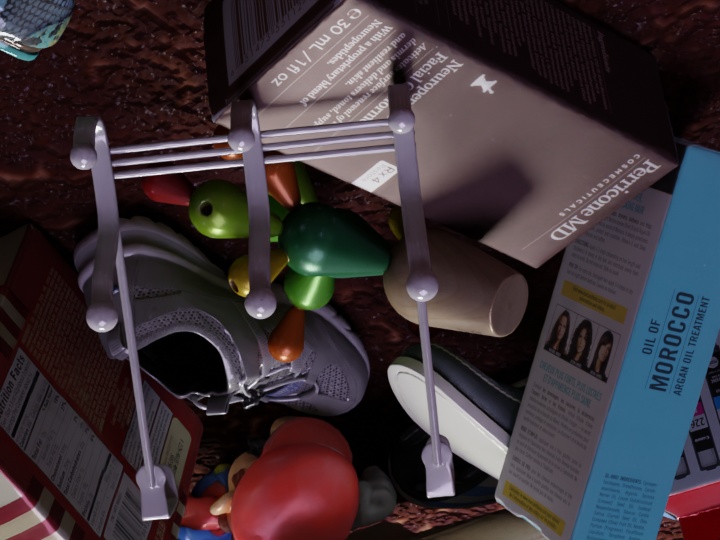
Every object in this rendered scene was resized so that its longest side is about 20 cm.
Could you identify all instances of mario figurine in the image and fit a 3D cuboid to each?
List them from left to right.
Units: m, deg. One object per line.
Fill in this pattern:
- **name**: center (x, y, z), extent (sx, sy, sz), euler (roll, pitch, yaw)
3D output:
- **mario figurine**: center (-0.061, 0.124, 1.091), extent (0.123, 0.106, 0.200), euler (-24, 179, -33)

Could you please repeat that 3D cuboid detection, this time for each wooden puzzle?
- **wooden puzzle**: center (0.001, 0.186, 1.085), extent (0.185, 0.047, 0.200), euler (-15, 178, -30)

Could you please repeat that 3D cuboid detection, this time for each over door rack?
- **over door rack**: center (-0.037, 0.025, 0.797), extent (0.147, 0.067, 0.201), euler (-5, 117, 4)

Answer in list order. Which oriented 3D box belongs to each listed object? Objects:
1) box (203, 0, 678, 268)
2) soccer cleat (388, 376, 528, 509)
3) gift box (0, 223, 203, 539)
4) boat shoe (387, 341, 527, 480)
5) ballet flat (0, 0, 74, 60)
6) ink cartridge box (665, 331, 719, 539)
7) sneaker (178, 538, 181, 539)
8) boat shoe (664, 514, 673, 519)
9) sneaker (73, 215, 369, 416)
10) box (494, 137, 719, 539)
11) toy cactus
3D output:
- **box**: center (0.037, -0.082, 0.833), extent (0.199, 0.075, 0.100), euler (21, 136, -34)
- **soccer cleat**: center (0.114, 0.093, 1.099), extent (0.199, 0.070, 0.086), euler (-15, 165, 9)
- **gift box**: center (-0.202, 0.124, 0.947), extent (0.186, 0.185, 0.200), euler (-24, 115, 22)
- **boat shoe**: center (0.094, 0.085, 0.992), extent (0.200, 0.062, 0.073), euler (38, 163, -29)
- **ballet flat**: center (-0.199, -0.149, 0.727), extent (0.199, 0.075, 0.074), euler (19, 137, -32)
- **ink cartridge box**: center (0.234, 0.056, 0.949), extent (0.199, 0.176, 0.084), euler (-20, 160, 18)
- **sneaker**: center (-0.166, 0.169, 1.075), extent (0.106, 0.075, 0.200), euler (40, 155, -11)
- **boat shoe**: center (0.267, 0.139, 1.153), extent (0.199, 0.085, 0.069), euler (5, 154, -18)
- **sneaker**: center (-0.072, 0.048, 0.982), extent (0.075, 0.082, 0.200), euler (-33, 139, 32)
- **box**: center (0.129, 0.033, 0.900), extent (0.049, 0.082, 0.201), euler (13, 97, -25)
- **toy cactus**: center (0.000, 0.000, 0.885), extent (0.165, 0.103, 0.200), euler (20, 171, 36)
